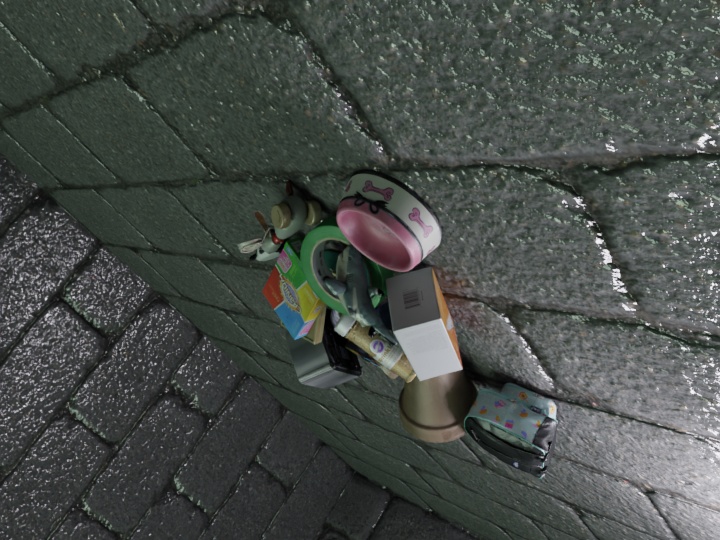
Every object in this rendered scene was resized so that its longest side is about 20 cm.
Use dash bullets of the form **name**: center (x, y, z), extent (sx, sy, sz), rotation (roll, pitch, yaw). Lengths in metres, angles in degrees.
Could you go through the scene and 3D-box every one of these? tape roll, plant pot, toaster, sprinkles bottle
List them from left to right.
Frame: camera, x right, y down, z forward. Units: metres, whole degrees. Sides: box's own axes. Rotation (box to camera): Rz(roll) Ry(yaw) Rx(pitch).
- **toaster**: center (-0.097, 0.198, 1.845), extent (0.200, 0.117, 0.183), rotation (29, -142, -62)
- **tape roll**: center (-0.029, -0.008, 1.445), extent (0.198, 0.048, 0.203), rotation (19, 128, 26)
- **sprinkles bottle**: center (0.041, 0.154, 1.524), extent (0.199, 0.069, 0.068), rotation (35, 160, -1)
- **plant pot**: center (0.175, 0.270, 1.676), extent (0.198, 0.200, 0.177), rotation (20, 138, 36)

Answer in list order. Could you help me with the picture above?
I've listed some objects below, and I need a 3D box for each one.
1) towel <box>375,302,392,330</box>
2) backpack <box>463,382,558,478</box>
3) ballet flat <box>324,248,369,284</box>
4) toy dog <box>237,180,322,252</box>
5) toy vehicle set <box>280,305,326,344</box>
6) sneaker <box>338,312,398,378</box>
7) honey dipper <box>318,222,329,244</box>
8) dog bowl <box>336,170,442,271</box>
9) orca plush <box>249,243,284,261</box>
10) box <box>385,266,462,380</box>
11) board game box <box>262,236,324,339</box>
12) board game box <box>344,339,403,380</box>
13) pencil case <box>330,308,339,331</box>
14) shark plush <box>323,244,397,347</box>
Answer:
- **towel**: center (0.078, 0.127, 1.646), extent (0.113, 0.048, 0.200), rotation (61, 152, 1)
- **backpack**: center (0.335, 0.342, 1.588), extent (0.197, 0.155, 0.177), rotation (15, 151, 23)
- **ballet flat**: center (0.000, 0.000, 1.528), extent (0.198, 0.071, 0.071), rotation (18, 154, 35)
- **toy dog**: center (-0.166, -0.113, 1.484), extent (0.198, 0.098, 0.131), rotation (-25, 164, 35)
- **toy vehicle set**: center (-0.134, 0.063, 1.737), extent (0.123, 0.026, 0.203), rotation (25, 117, 35)
- **sneaker**: center (0.036, 0.143, 1.592), extent (0.201, 0.075, 0.071), rotation (49, -169, -6)
- **honey dipper**: center (-0.092, -0.057, 1.578), extent (0.038, 0.038, 0.200), rotation (36, 161, 0)
- **dog bowl**: center (0.043, -0.078, 1.264), extent (0.198, 0.074, 0.201), rotation (32, 159, 13)
- **orca plush**: center (-0.229, -0.067, 1.723), extent (0.200, 0.103, 0.072), rotation (2, -108, -85)
- **box**: center (0.127, 0.108, 1.416), extent (0.096, 0.126, 0.201), rotation (-15, 142, 10)
- **board game box**: center (-0.149, 0.045, 1.678), extent (0.154, 0.040, 0.201), rotation (53, 139, 19)
- **board game box**: center (0.070, 0.228, 1.837), extent (0.164, 0.057, 0.200), rotation (24, 171, 28)
- **pencil case**: center (-0.024, 0.091, 1.718), extent (0.082, 0.087, 0.200), rotation (16, 162, -4)
- **shark plush**: center (0.006, 0.054, 1.355), extent (0.202, 0.083, 0.091), rotation (62, -163, 19)
